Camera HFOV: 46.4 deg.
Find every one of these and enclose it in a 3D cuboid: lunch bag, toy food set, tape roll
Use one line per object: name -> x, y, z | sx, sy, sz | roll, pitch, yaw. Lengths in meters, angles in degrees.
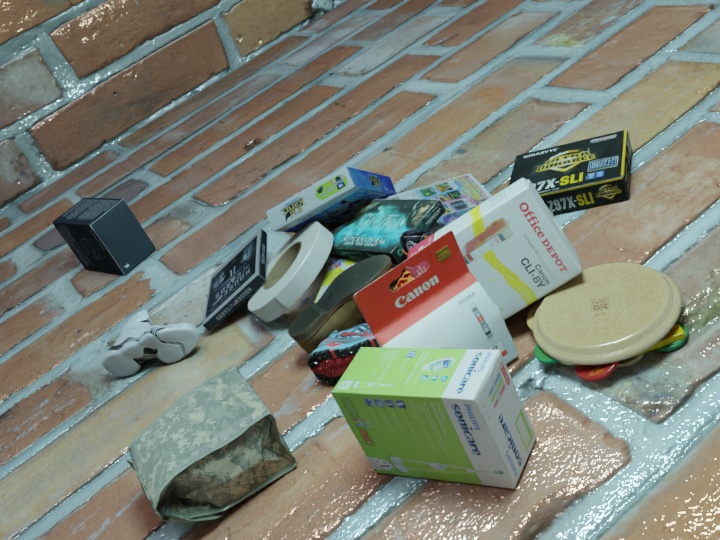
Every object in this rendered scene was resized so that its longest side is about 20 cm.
lunch bag -> -0.214, 0.250, 1.163 | 0.200, 0.118, 0.164 | -30, 29, -15
toy food set -> 0.317, 0.062, 1.095 | 0.199, 0.049, 0.198 | -21, 30, 11
tape roll -> -0.125, 0.001, 1.493 | 0.203, 0.037, 0.203 | -44, 19, 19

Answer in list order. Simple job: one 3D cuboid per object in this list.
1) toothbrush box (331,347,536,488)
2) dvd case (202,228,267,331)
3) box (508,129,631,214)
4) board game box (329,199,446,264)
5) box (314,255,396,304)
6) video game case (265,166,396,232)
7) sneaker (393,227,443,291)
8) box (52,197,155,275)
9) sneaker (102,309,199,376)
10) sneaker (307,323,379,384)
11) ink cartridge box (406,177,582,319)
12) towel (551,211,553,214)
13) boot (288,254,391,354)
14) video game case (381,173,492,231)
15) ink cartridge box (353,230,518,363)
toothbrush box -> 0.087, 0.173, 1.006 | 0.199, 0.146, 0.086 | -3, 36, 38
dvd case -> -0.237, 0.014, 1.605 | 0.150, 0.025, 0.200 | -42, 23, 15
box -> 0.355, -0.161, 1.427 | 0.199, 0.049, 0.160 | -11, 35, 27
board game box -> 0.038, -0.071, 1.444 | 0.135, 0.028, 0.200 | -48, 29, -23
box -> 0.000, 0.000, 1.463 | 0.117, 0.048, 0.200 | -13, 33, 24
video game case -> -0.050, -0.125, 1.568 | 0.181, 0.046, 0.200 | -26, -10, 23
sneaker -> 0.078, 0.003, 1.322 | 0.077, 0.112, 0.200 | 8, 44, 47
box -> -0.612, -0.084, 2.002 | 0.200, 0.149, 0.107 | 7, 44, 45
sneaker -> -0.379, 0.118, 1.555 | 0.199, 0.075, 0.115 | -21, 32, 18
sneaker -> 0.016, 0.107, 1.242 | 0.199, 0.079, 0.096 | -7, 33, 32
ink cartridge box -> 0.186, -0.014, 1.174 | 0.200, 0.145, 0.083 | -33, 9, 16
towel -> 0.235, -0.020, 1.313 | 0.132, 0.035, 0.200 | -10, 34, 24
boot -> -0.019, 0.057, 1.338 | 0.200, 0.076, 0.074 | -42, 27, -5
video game case -> 0.143, -0.111, 1.509 | 0.181, 0.024, 0.200 | -16, 26, -4
ink cartridge box -> 0.103, 0.074, 1.095 | 0.162, 0.200, 0.050 | -33, 29, -10
